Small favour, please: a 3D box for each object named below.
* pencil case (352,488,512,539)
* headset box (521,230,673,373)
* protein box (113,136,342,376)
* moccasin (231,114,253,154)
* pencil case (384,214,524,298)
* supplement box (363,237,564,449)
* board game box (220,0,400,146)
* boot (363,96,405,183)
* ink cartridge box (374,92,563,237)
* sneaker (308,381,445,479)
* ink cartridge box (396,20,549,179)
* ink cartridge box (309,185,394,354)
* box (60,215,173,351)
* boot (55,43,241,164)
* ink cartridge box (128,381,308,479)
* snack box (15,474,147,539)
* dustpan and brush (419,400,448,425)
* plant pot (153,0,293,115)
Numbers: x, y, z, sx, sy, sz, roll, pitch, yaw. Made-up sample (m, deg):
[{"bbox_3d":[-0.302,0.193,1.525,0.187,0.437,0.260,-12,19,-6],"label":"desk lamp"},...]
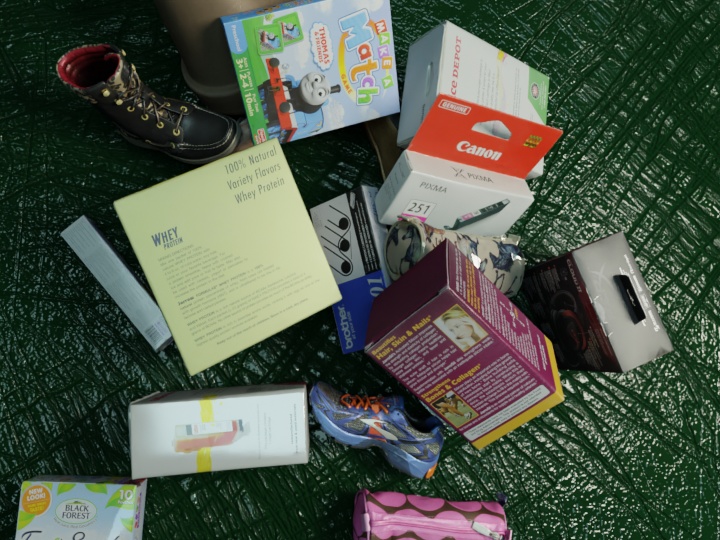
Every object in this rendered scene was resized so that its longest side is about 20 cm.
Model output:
[{"bbox_3d":[0.088,0.325,0.722,0.195,0.094,0.093,5,80,-4],"label":"pencil case"},{"bbox_3d":[0.293,0.046,0.725,0.073,0.200,0.152,-21,83,-7],"label":"headset box"},{"bbox_3d":[-0.160,-0.019,0.693,0.195,0.135,0.204,-25,99,-17],"label":"protein box"},{"bbox_3d":[-0.115,-0.215,0.790,0.077,0.073,0.203,40,80,-20],"label":"moccasin"},{"bbox_3d":[0.124,-0.017,0.744,0.196,0.077,0.092,9,88,-32],"label":"pencil case"},{"bbox_3d":[0.119,0.088,0.660,0.200,0.104,0.130,43,119,-17],"label":"supplement box"},{"bbox_3d":[-0.054,-0.247,0.695,0.196,0.037,0.154,-18,127,-10],"label":"board game box"},{"bbox_3d":[0.064,-0.155,0.797,0.073,0.075,0.203,-27,88,-13],"label":"boot"},{"bbox_3d":[0.140,-0.118,0.721,0.196,0.174,0.044,7,50,-26],"label":"ink cartridge box"},{"bbox_3d":[0.023,0.188,0.737,0.197,0.076,0.080,27,104,-10],"label":"sneaker"},{"bbox_3d":[0.155,-0.216,0.769,0.196,0.087,0.149,13,80,-33],"label":"ink cartridge box"},{"bbox_3d":[0.000,0.000,0.761,0.092,0.044,0.205,-17,83,32],"label":"ink cartridge box"},{"bbox_3d":[-0.315,0.018,0.755,0.041,0.039,0.201,-41,87,-11],"label":"box"},{"bbox_3d":[-0.261,-0.206,0.711,0.196,0.151,0.075,17,78,20],"label":"boot"},{"bbox_3d":[-0.161,0.188,0.693,0.194,0.145,0.086,-3,84,-5],"label":"ink cartridge box"},{"bbox_3d":[-0.346,0.362,0.698,0.138,0.053,0.206,4,81,-6],"label":"snack box"},{"bbox_3d":[0.089,0.093,0.778,0.200,0.057,0.140,47,67,-6],"label":"dustpan and brush"},{"bbox_3d":[-0.172,-0.332,0.714,0.195,0.175,0.205,-9,64,18],"label":"plant pot"}]
